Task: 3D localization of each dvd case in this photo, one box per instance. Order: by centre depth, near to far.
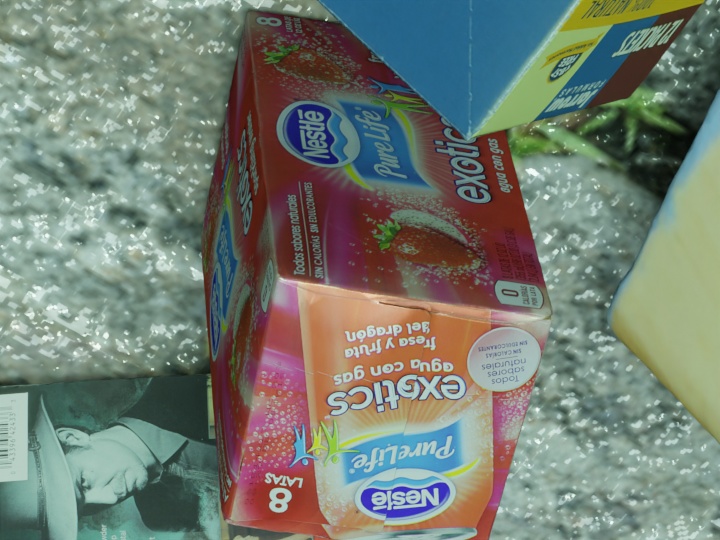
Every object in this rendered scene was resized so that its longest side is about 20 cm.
[{"bbox_3d":[-0.056,0.103,1.137,0.199,0.146,0.022,-3,144,-3],"label":"dvd case"}]

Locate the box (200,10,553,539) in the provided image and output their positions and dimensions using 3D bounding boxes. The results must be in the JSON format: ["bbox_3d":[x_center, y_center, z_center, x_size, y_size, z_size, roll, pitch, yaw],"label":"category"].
[{"bbox_3d":[0.000,0.000,1.052,0.095,0.200,0.100,8,120,-10],"label":"box"}]

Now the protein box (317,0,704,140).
[{"bbox_3d":[0.045,-0.183,0.936,0.200,0.135,0.199,43,114,13],"label":"protein box"}]

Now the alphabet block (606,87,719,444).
[{"bbox_3d":[0.241,0.001,1.033,0.195,0.200,0.197,-1,127,-38],"label":"alphabet block"}]
